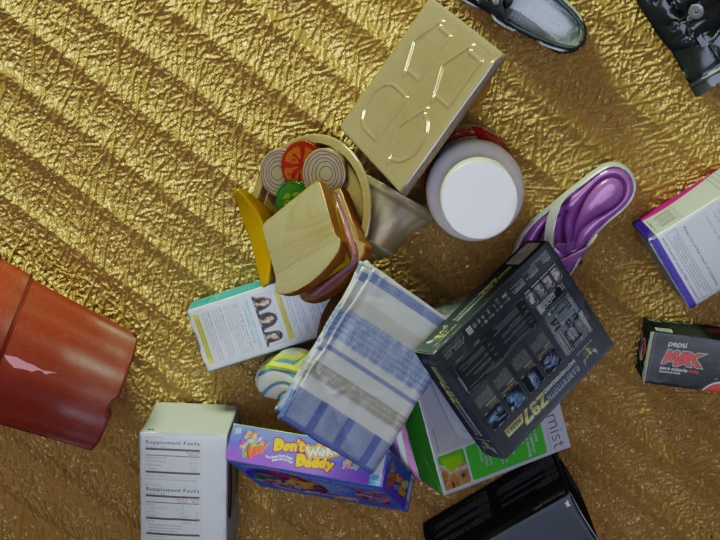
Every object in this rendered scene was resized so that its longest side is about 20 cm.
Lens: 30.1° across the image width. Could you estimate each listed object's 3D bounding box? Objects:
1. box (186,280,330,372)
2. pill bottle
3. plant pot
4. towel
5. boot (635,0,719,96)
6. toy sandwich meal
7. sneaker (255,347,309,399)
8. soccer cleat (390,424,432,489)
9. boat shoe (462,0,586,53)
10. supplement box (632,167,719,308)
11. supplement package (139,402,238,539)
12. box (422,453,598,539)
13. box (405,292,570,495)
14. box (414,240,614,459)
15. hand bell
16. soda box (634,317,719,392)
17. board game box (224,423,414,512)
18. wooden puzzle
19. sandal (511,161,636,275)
[{"bbox_3d":[-0.105,0.052,1.631,0.197,0.049,0.083,-17,103,4],"label":"box"},{"bbox_3d":[0.127,-0.098,1.516,0.110,0.200,0.114,0,104,0],"label":"pill bottle"},{"bbox_3d":[-0.379,0.109,1.584,0.193,0.201,0.203,23,103,-14],"label":"plant pot"},{"bbox_3d":[0.008,0.109,1.496,0.146,0.024,0.202,32,86,-19],"label":"towel"},{"bbox_3d":[0.400,-0.329,1.534,0.164,0.066,0.201,-34,97,6],"label":"boot"},{"bbox_3d":[-0.070,-0.061,1.545,0.203,0.070,0.209,-4,83,37],"label":"toy sandwich meal"},{"bbox_3d":[-0.054,0.148,1.592,0.198,0.106,0.076,-16,137,35],"label":"sneaker"},{"bbox_3d":[0.054,0.193,1.653,0.200,0.067,0.077,42,116,-4],"label":"soccer cleat"},{"bbox_3d":[0.176,-0.317,1.535,0.198,0.060,0.076,26,102,-6],"label":"boat shoe"},{"bbox_3d":[0.437,-0.060,1.573,0.199,0.101,0.104,-33,101,8],"label":"supplement box"},{"bbox_3d":[-0.210,0.277,1.652,0.108,0.114,0.203,2,104,1],"label":"supplement package"},{"bbox_3d":[0.181,0.323,1.646,0.198,0.141,0.079,-32,101,8],"label":"box"},{"bbox_3d":[0.137,0.138,1.599,0.174,0.097,0.203,-17,99,-14],"label":"box"},{"bbox_3d":[0.178,0.088,1.522,0.200,0.051,0.159,-43,108,-19],"label":"box"},{"bbox_3d":[0.000,0.000,1.572,0.103,0.104,0.202,28,92,-6],"label":"hand bell"},{"bbox_3d":[0.441,0.109,1.633,0.197,0.063,0.072,7,103,-1],"label":"soda box"},{"bbox_3d":[-0.046,0.237,1.602,0.197,0.135,0.045,7,70,18],"label":"board game box"},{"bbox_3d":[0.073,-0.193,1.506,0.046,0.200,0.186,29,104,-34],"label":"wooden puzzle"},{"bbox_3d":[0.250,-0.048,1.604,0.082,0.050,0.203,36,101,-8],"label":"sandal"}]
